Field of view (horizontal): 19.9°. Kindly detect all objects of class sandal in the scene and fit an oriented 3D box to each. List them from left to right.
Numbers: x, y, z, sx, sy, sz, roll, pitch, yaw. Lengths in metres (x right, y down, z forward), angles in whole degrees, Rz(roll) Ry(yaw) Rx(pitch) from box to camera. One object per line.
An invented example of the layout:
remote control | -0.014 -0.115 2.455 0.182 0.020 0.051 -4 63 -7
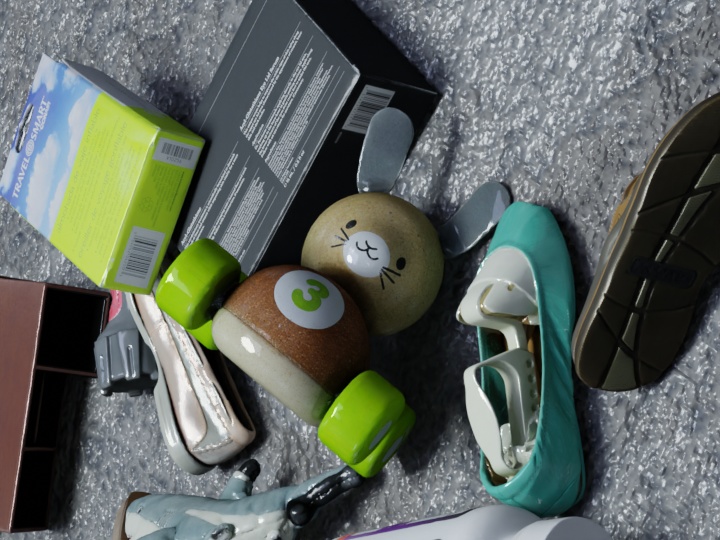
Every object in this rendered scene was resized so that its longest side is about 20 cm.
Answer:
sandal | 0.177 -0.022 1.165 0.055 0.081 0.201 -106 36 -59

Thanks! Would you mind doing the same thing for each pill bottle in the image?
pill bottle | 0.060 0.199 1.210 0.199 0.111 0.112 -19 68 46

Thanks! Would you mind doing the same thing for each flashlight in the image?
flashlight | -0.188 -0.004 1.580 0.068 0.067 0.202 128 138 -65

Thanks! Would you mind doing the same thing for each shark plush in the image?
shark plush | -0.089 0.162 1.395 0.200 0.091 0.084 -34 36 36

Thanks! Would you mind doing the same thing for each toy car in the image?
toy car | 0.000 0.000 1.307 0.164 0.158 0.200 38 85 12

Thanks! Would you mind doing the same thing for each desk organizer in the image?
desk organizer | -0.260 0.108 1.634 0.077 0.071 0.202 4 85 47

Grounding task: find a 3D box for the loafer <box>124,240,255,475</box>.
loafer | -0.121 0.046 1.499 0.063 0.072 0.201 -25 69 25

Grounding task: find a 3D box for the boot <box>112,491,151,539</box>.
boot | -0.168 0.283 1.496 0.146 0.070 0.201 -53 41 37

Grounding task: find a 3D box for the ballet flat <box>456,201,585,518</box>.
ballet flat | 0.093 0.047 1.235 0.067 0.070 0.202 -23 65 45

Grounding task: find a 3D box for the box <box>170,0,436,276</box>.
box | -0.051 -0.082 1.426 0.141 0.078 0.201 50 119 40

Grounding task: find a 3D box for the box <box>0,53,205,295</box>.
box | -0.194 -0.074 1.506 0.200 0.047 0.123 35 108 52
